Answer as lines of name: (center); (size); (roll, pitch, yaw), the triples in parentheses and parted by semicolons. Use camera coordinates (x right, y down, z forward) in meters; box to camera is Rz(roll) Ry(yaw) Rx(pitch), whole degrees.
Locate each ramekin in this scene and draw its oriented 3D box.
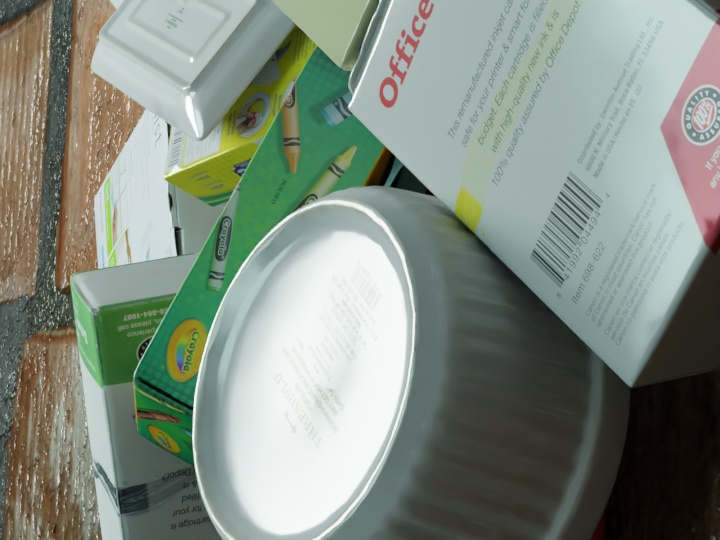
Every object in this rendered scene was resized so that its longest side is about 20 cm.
ramekin: (0.012, 0.058, 0.866); (0.200, 0.104, 0.202); (-27, 54, 45)

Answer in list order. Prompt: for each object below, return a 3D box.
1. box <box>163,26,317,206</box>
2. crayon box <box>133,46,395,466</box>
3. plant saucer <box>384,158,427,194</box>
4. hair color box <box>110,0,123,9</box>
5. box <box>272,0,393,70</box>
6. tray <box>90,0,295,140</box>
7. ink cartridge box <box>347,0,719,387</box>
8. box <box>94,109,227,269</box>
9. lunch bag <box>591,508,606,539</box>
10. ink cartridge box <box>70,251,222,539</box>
box: (-0.028, -0.122, 1.154); (0.199, 0.048, 0.118); (-19, 54, 42)
crayon box: (-0.046, -0.002, 1.015); (0.201, 0.058, 0.119); (-62, -4, -18)
plant saucer: (0.000, 0.000, 1.078); (0.070, 0.019, 0.201); (-40, 21, 58)
hair color box: (-0.128, -0.220, 1.470); (0.200, 0.063, 0.112); (-127, 48, -59)
box: (0.011, -0.223, 0.889); (0.176, 0.096, 0.201); (46, 125, 32)
tray: (-0.107, -0.148, 1.200); (0.108, 0.022, 0.200); (-51, 32, -3)
ink cartridge box: (0.101, -0.074, 0.804); (0.200, 0.083, 0.146); (47, 127, 33)
box: (-0.114, -0.003, 1.355); (0.177, 0.096, 0.202); (130, 139, -52)
lunch bag: (0.047, 0.123, 0.990); (0.201, 0.081, 0.177); (-112, 31, -49)
ink cartridge box: (-0.084, 0.096, 1.151); (0.083, 0.145, 0.202); (-143, 46, -66)
